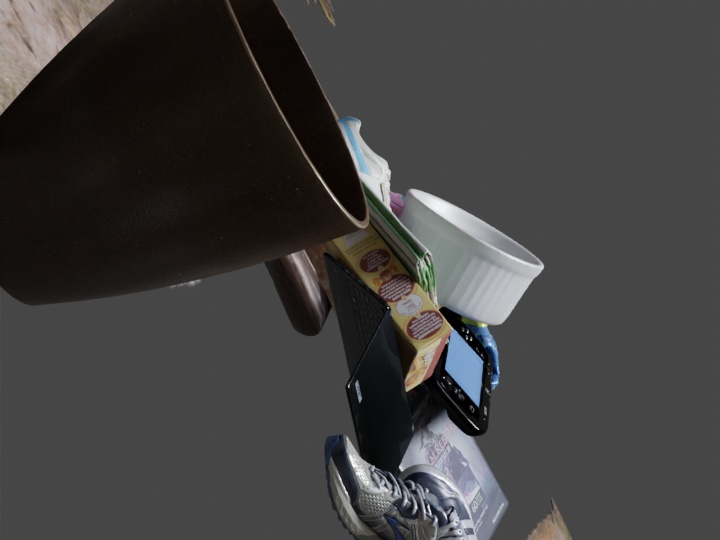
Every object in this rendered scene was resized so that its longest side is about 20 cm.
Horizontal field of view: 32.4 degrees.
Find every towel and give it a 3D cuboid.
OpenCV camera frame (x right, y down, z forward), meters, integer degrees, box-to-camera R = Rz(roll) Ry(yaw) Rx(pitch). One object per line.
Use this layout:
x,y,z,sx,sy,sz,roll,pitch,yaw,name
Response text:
0.041,-0.010,1.392,0.153,0.023,0.201,49,-12,30,towel

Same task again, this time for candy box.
0.012,0.027,1.359,0.201,0.055,0.116,53,-24,19,candy box

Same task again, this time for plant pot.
-0.124,-0.065,0.711,0.188,0.198,0.187,61,9,-17,plant pot

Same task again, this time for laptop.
-0.010,0.113,1.286,0.200,0.103,0.179,40,-31,47,laptop

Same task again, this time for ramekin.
0.126,-0.014,1.590,0.199,0.098,0.201,28,11,-6,ramekin

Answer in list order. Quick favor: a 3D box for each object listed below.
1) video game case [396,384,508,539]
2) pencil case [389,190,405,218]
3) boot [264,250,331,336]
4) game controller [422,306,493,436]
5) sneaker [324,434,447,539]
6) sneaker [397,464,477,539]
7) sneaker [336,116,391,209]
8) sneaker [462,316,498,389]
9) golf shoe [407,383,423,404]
0.103,0.246,1.465,0.143,0.019,0.201,-49,117,-46,video game case
-0.015,-0.101,1.619,0.200,0.087,0.088,35,28,-46,pencil case
-0.092,-0.048,1.266,0.187,0.064,0.201,-105,169,-49,boot
0.119,0.118,1.478,0.104,0.042,0.200,40,24,-10,game controller
0.033,0.222,1.159,0.201,0.085,0.077,59,11,-26,sneaker
0.098,0.310,1.326,0.109,0.069,0.201,-92,158,-71,sneaker
0.007,-0.090,1.506,0.201,0.080,0.076,61,-24,-13,sneaker
0.132,0.150,1.662,0.105,0.075,0.202,-117,-147,-54,sneaker
0.053,0.108,1.519,0.092,0.072,0.202,-35,106,-47,golf shoe
